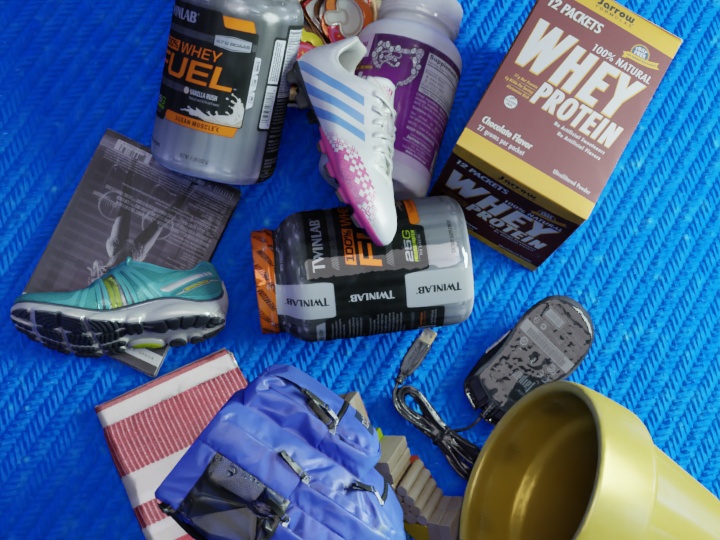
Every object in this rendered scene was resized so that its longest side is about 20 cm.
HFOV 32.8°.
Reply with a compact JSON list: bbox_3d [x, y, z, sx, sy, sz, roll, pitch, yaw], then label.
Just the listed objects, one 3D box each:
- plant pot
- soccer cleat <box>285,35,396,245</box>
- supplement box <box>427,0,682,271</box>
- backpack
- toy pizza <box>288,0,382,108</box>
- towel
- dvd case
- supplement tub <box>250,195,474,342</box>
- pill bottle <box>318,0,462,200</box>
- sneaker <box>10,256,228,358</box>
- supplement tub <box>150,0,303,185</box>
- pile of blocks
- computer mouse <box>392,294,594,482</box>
[{"bbox_3d":[0.218,0.226,1.087,0.188,0.200,0.203,27,75,-21],"label":"plant pot"},{"bbox_3d":[0.003,-0.122,1.089,0.086,0.070,0.202,-26,70,7],"label":"soccer cleat"},{"bbox_3d":[0.174,-0.134,1.156,0.132,0.200,0.198,30,76,2],"label":"supplement box"},{"bbox_3d":[-0.051,0.191,1.043,0.200,0.163,0.168,39,97,0],"label":"backpack"},{"bbox_3d":[-0.066,-0.264,1.229,0.198,0.032,0.203,3,81,-16],"label":"toy pizza"},{"bbox_3d":[-0.146,0.191,1.142,0.143,0.023,0.202,-23,80,-10],"label":"towel"},{"bbox_3d":[-0.222,-0.018,1.184,0.147,0.016,0.202,24,76,-1],"label":"dvd case"},{"bbox_3d":[0.000,0.000,1.145,0.197,0.123,0.124,-7,78,-4],"label":"supplement tub"},{"bbox_3d":[0.036,-0.173,1.196,0.111,0.112,0.202,16,76,-2],"label":"pill bottle"},{"bbox_3d":[-0.223,0.031,1.139,0.198,0.078,0.080,-3,59,-12],"label":"sneaker"},{"bbox_3d":[-0.122,-0.191,1.142,0.121,0.123,0.202,11,105,-3],"label":"supplement tub"},{"bbox_3d":[0.024,0.192,1.149,0.200,0.082,0.062,49,34,-3],"label":"pile of blocks"},{"bbox_3d":[0.122,0.090,1.183,0.140,0.046,0.201,38,87,1],"label":"computer mouse"}]
